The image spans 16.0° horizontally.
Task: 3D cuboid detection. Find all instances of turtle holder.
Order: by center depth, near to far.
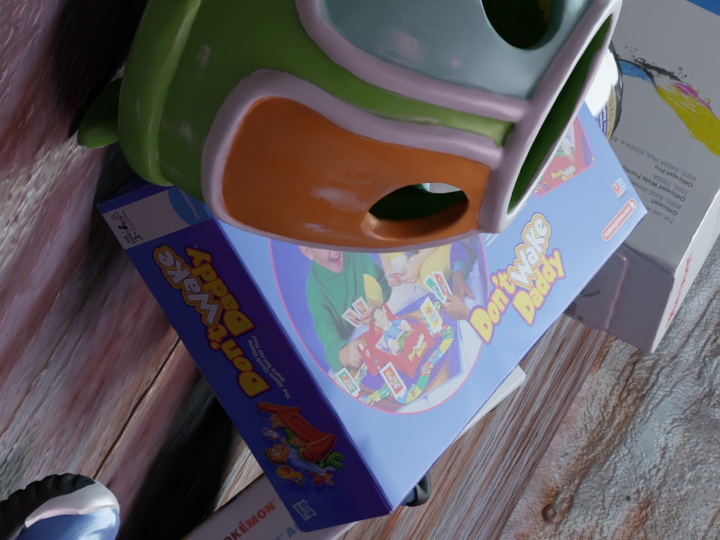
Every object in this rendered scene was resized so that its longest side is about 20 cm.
[{"bbox_3d":[0.010,-0.084,0.769,0.186,0.132,0.141,-49,163,-53],"label":"turtle holder"}]

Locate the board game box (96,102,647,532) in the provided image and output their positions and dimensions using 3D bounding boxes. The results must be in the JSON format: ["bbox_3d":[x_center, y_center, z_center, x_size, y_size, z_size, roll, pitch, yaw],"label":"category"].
[{"bbox_3d":[0.012,-0.022,0.902,0.045,0.135,0.200,-17,-160,42],"label":"board game box"}]

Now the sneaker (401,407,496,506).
[{"bbox_3d":[0.042,0.040,1.399,0.200,0.090,0.078,-67,170,19],"label":"sneaker"}]

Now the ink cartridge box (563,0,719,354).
[{"bbox_3d":[0.162,-0.083,1.528,0.200,0.145,0.147,-60,169,-18],"label":"ink cartridge box"}]

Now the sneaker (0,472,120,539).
[{"bbox_3d":[-0.130,0.157,0.855,0.200,0.077,0.076,-59,168,-28],"label":"sneaker"}]

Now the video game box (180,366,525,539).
[{"bbox_3d":[-0.021,0.104,1.181,0.182,0.047,0.200,-42,176,15],"label":"video game box"}]

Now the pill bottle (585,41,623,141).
[{"bbox_3d":[0.022,-0.032,1.033,0.200,0.112,0.112,-54,167,-43],"label":"pill bottle"}]
